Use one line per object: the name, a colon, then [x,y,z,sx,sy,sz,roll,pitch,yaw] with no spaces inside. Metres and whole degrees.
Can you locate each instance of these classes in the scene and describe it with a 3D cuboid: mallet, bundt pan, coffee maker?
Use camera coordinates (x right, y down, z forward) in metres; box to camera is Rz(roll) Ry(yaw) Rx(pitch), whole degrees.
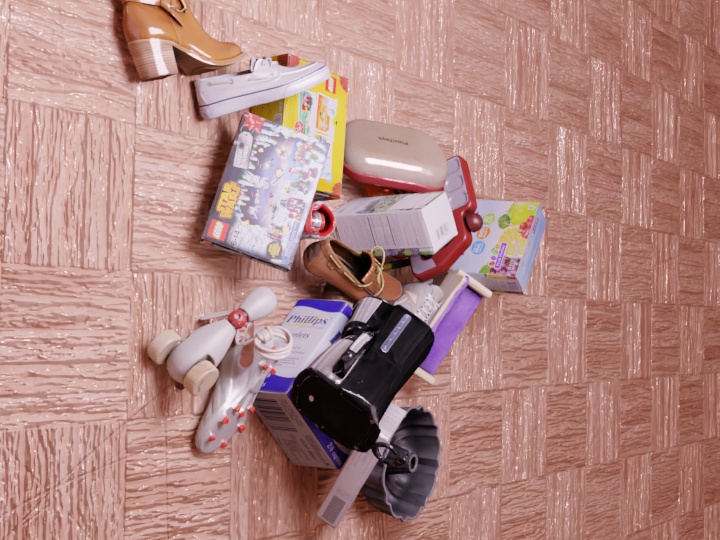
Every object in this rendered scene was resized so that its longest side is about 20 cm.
mallet: [0.036,-0.007,1.830,0.200,0.066,0.041,-12,99,-66]
bundt pan: [0.061,0.330,1.801,0.202,0.075,0.203,-10,102,-58]
coffee maker: [0.023,0.162,1.530,0.192,0.135,0.200,51,48,-10]

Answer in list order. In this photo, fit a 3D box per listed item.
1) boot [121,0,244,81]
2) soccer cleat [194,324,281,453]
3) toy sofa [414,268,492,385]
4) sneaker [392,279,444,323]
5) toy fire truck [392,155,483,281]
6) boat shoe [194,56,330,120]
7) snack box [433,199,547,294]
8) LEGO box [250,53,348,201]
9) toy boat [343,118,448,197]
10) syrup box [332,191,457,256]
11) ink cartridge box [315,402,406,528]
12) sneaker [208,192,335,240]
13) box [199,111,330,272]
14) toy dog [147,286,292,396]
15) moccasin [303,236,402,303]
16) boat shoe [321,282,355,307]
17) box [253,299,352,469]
boot: [-0.247,-0.353,1.445,0.200,0.073,0.155,-22,102,-53]
soccer cleat: [-0.187,0.173,1.516,0.200,0.077,0.069,-58,148,-9]
toy sofa: [0.147,0.099,1.840,0.083,0.098,0.200,35,86,-20]
sneaker: [0.099,0.062,1.760,0.076,0.092,0.200,59,10,-20]
toy fire truck: [0.131,-0.090,1.818,0.112,0.168,0.201,32,40,-46]
boat shoe: [-0.144,-0.278,1.502,0.199,0.074,0.067,-20,106,-10]
snack box: [0.227,-0.048,1.931,0.068,0.199,0.169,55,47,-47]
LEGO box: [-0.097,-0.221,1.625,0.149,0.077,0.201,13,79,-51]
toy boat: [0.047,-0.169,1.768,0.199,0.131,0.131,9,44,-13]
syrup box: [0.051,-0.075,1.710,0.079,0.199,0.082,-37,116,-45]
ink cartridge box: [0.012,0.287,1.649,0.200,0.045,0.176,-62,173,28]
sneaker: [-0.126,-0.086,1.560,0.201,0.108,0.068,13,79,-51]
box: [-0.138,-0.114,1.505,0.136,0.040,0.201,19,79,-12]
toy dog: [-0.202,0.109,1.464,0.199,0.096,0.132,-16,61,-22]
moccasin: [0.000,-0.001,1.660,0.201,0.078,0.074,33,41,-36]
boat shoe: [0.004,0.059,1.751,0.200,0.072,0.068,26,62,-53]
box: [-0.065,0.178,1.634,0.200,0.105,0.184,-57,131,-36]
